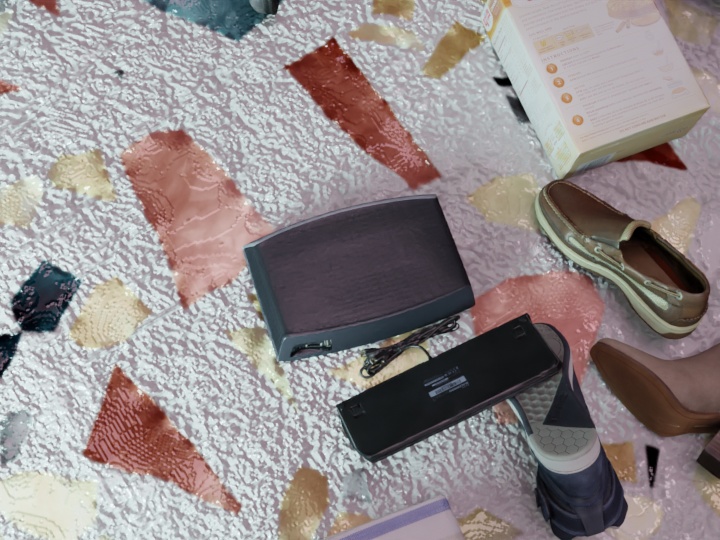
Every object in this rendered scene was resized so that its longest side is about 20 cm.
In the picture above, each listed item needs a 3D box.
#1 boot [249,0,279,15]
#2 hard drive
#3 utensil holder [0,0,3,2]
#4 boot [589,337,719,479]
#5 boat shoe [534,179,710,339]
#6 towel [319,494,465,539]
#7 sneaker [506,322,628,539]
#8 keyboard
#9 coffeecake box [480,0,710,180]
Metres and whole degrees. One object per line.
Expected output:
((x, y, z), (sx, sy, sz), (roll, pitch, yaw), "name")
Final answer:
((-0.150, -0.340, 1.212), (0.131, 0.070, 0.200), (-5, 62, -6), "boot")
((0.000, 0.000, 1.122), (0.200, 0.042, 0.135), (-15, 72, -12), "hard drive")
((-0.433, -0.347, 1.120), (0.200, 0.170, 0.170), (9, 71, -7), "utensil holder")
((0.336, 0.102, 1.128), (0.146, 0.070, 0.200), (-39, 78, -25), "boot")
((0.254, -0.028, 1.131), (0.075, 0.075, 0.202), (-37, 67, -28), "boat shoe")
((0.046, 0.311, 1.038), (0.147, 0.024, 0.200), (-20, 76, -13), "towel")
((0.182, 0.153, 1.084), (0.077, 0.146, 0.202), (-20, 33, 8), "sneaker")
((0.071, 0.094, 1.080), (0.200, 0.021, 0.127), (-24, 43, -5), "keyboard")
((0.236, -0.214, 1.208), (0.153, 0.073, 0.200), (-20, 76, -13), "coffeecake box")
